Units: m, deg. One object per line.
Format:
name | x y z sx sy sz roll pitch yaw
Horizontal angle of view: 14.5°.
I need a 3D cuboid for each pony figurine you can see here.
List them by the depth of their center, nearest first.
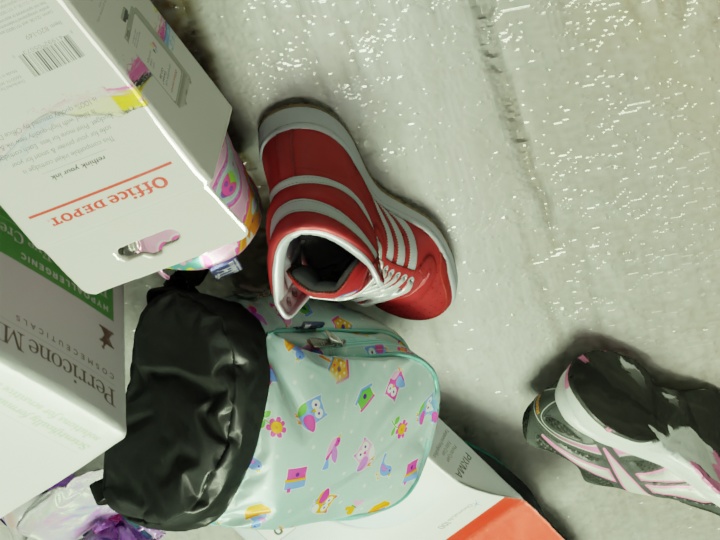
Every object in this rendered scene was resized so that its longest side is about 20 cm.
pony figurine | -0.165 0.182 1.844 0.193 0.200 0.167 -31 175 35

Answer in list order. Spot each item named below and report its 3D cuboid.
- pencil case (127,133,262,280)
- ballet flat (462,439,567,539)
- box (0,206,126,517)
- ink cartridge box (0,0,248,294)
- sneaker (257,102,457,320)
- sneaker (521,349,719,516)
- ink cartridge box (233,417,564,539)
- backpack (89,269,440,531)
pencil case | -0.126 -0.080 1.604 0.087 0.087 0.200 -15 138 13
ballet flat | 0.098 0.186 1.958 0.073 0.073 0.200 -23 136 21
box | -0.273 0.037 1.662 0.200 0.171 0.199 -32 133 29
ink cartridge box | -0.150 -0.088 1.480 0.116 0.068 0.200 -19 127 26
sneaker | 0.000 0.000 1.690 0.071 0.113 0.200 -22 137 21
sneaker | 0.193 0.117 1.893 0.200 0.080 0.086 32 141 -25
ink cartridge box | 0.029 0.182 1.898 0.200 0.047 0.160 45 125 -8
backpack | -0.050 0.087 1.731 0.200 0.127 0.167 1 116 -49
